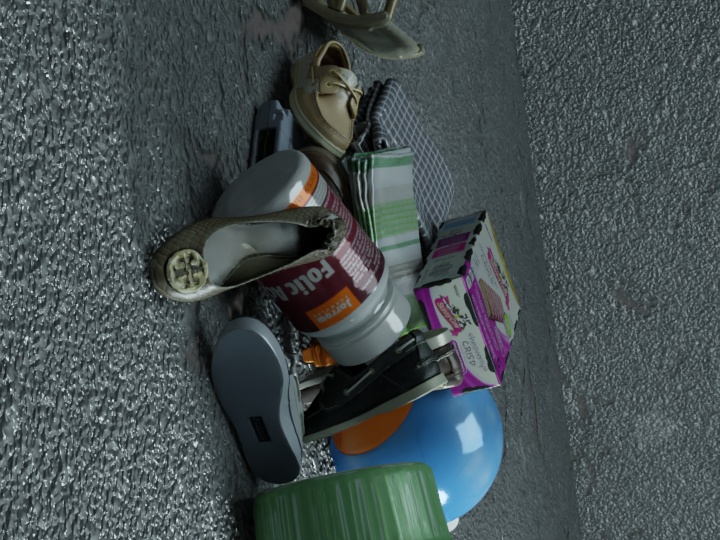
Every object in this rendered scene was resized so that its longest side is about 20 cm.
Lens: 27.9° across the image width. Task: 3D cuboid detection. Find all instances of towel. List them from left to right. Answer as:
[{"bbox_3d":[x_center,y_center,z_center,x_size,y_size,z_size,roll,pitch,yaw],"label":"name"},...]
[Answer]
[{"bbox_3d":[0.039,-0.113,1.705,0.201,0.085,0.166,62,29,-29],"label":"towel"},{"bbox_3d":[0.039,-0.031,1.552,0.149,0.031,0.201,-19,101,-64],"label":"towel"}]

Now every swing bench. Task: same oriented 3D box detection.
[{"bbox_3d":[-0.002,-0.375,1.799,0.199,0.129,0.201,17,73,-74],"label":"swing bench"}]

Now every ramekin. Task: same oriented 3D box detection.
[{"bbox_3d":[-0.010,0.249,1.397,0.200,0.199,0.098,30,48,-71],"label":"ramekin"}]

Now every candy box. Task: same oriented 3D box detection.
[{"bbox_3d":[0.124,0.033,1.630,0.200,0.061,0.137,-64,136,-64],"label":"candy box"}]

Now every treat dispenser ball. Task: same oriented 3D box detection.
[{"bbox_3d":[0.064,0.195,1.663,0.201,0.200,0.202,-6,90,-75],"label":"treat dispenser ball"}]

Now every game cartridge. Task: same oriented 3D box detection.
[{"bbox_3d":[-0.083,-0.063,1.543,0.133,0.041,0.201,69,21,-55],"label":"game cartridge"}]

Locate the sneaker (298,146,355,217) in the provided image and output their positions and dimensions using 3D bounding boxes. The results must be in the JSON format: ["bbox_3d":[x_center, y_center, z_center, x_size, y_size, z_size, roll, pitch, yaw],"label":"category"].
[{"bbox_3d":[-0.037,-0.026,1.504,0.076,0.070,0.201,-53,134,-64],"label":"sneaker"}]

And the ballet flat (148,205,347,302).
[{"bbox_3d":[-0.093,-0.018,1.274,0.199,0.046,0.068,-14,103,-35],"label":"ballet flat"}]

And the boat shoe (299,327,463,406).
[{"bbox_3d":[0.017,0.116,1.524,0.072,0.199,0.060,-30,99,-60],"label":"boat shoe"}]

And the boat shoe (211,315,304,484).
[{"bbox_3d":[-0.087,0.106,1.388,0.086,0.074,0.203,-77,158,-49],"label":"boat shoe"}]

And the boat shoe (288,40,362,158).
[{"bbox_3d":[-0.034,-0.199,1.614,0.074,0.069,0.200,36,22,-30],"label":"boat shoe"}]

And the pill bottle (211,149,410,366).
[{"bbox_3d":[-0.044,-0.008,1.408,0.200,0.114,0.114,51,30,-26],"label":"pill bottle"}]

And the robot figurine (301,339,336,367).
[{"bbox_3d":[-0.025,0.023,1.675,0.200,0.058,0.146,-60,142,-64],"label":"robot figurine"}]

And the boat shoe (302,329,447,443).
[{"bbox_3d":[-0.008,0.122,1.463,0.068,0.199,0.072,63,26,1],"label":"boat shoe"}]

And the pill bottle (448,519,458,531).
[{"bbox_3d":[0.090,0.237,1.893,0.120,0.119,0.201,68,22,-45],"label":"pill bottle"}]

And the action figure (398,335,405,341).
[{"bbox_3d":[0.000,0.000,1.575,0.052,0.065,0.201,-41,116,-55],"label":"action figure"}]
